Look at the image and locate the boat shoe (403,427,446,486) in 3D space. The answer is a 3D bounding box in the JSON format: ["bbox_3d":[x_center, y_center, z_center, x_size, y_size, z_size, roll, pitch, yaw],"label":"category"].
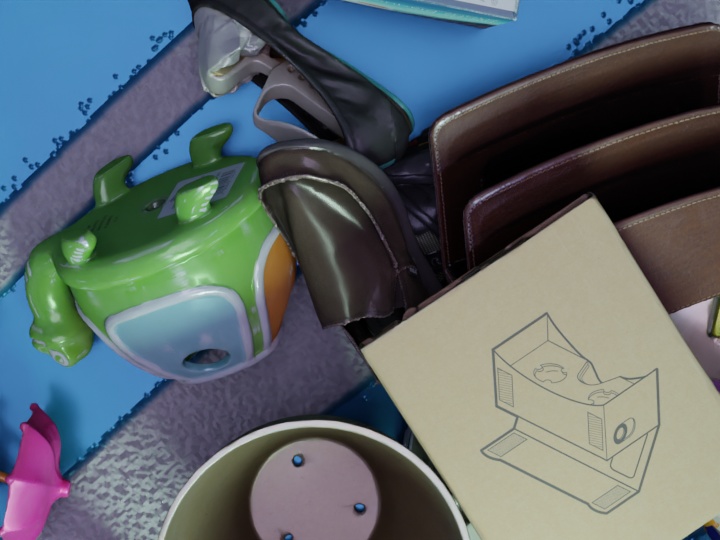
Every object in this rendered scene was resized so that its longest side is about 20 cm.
[{"bbox_3d":[0.069,0.092,1.189,0.071,0.062,0.202,8,97,-2],"label":"boat shoe"}]

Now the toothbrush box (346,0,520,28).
[{"bbox_3d":[0.023,-0.202,1.088,0.145,0.200,0.086,11,97,-3],"label":"toothbrush box"}]

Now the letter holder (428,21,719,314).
[{"bbox_3d":[0.153,-0.049,1.091,0.198,0.101,0.143,-20,134,-11],"label":"letter holder"}]

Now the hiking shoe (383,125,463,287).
[{"bbox_3d":[0.061,-0.043,1.179,0.198,0.076,0.102,-10,110,5],"label":"hiking shoe"}]

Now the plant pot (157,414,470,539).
[{"bbox_3d":[-0.030,0.167,1.126,0.185,0.200,0.190,0,97,-2],"label":"plant pot"}]

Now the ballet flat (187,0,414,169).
[{"bbox_3d":[-0.056,-0.128,1.129,0.200,0.068,0.068,39,65,19],"label":"ballet flat"}]

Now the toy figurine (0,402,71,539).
[{"bbox_3d":[-0.281,0.113,1.164,0.199,0.150,0.184,-35,106,24],"label":"toy figurine"}]

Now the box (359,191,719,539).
[{"bbox_3d":[0.119,0.082,1.039,0.163,0.021,0.201,-33,98,0],"label":"box"}]

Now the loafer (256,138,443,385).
[{"bbox_3d":[0.000,0.000,1.105,0.072,0.071,0.200,-14,132,30],"label":"loafer"}]

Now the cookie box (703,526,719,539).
[{"bbox_3d":[0.318,0.213,1.138,0.171,0.200,0.075,40,95,-4],"label":"cookie box"}]

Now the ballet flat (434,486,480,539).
[{"bbox_3d":[0.104,0.119,1.099,0.070,0.071,0.200,32,129,-4],"label":"ballet flat"}]

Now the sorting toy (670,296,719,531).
[{"bbox_3d":[0.200,0.049,1.159,0.179,0.107,0.200,36,64,4],"label":"sorting toy"}]

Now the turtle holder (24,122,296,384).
[{"bbox_3d":[-0.126,0.007,1.140,0.184,0.141,0.133,-28,113,-7],"label":"turtle holder"}]
